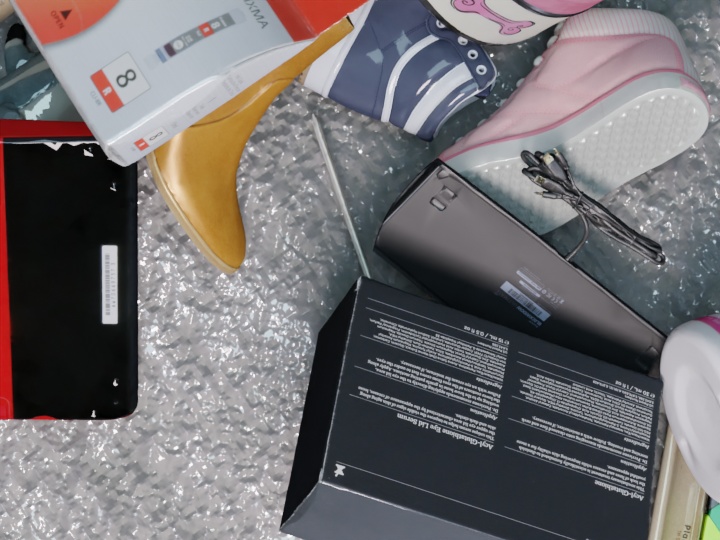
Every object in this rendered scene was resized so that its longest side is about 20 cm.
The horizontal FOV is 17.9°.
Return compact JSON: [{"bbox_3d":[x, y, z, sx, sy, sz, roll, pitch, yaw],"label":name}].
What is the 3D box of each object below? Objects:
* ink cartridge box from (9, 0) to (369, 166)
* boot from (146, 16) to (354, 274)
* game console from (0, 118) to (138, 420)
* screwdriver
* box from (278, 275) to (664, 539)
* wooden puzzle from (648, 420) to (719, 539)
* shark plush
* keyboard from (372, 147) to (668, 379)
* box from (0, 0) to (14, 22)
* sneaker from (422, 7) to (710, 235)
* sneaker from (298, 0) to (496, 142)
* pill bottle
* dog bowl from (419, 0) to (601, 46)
[{"bbox_3d":[-0.095,-0.177,1.274,0.200,0.050,0.162,-35,72,4],"label":"ink cartridge box"},{"bbox_3d":[-0.066,-0.108,1.352,0.144,0.071,0.201,-24,110,6],"label":"boot"},{"bbox_3d":[-0.220,0.002,1.350,0.177,0.031,0.200,0,120,-6],"label":"game console"},{"bbox_3d":[0.000,0.000,1.399,0.029,0.028,0.200,-24,93,-31],"label":"screwdriver"},{"bbox_3d":[0.067,0.108,1.330,0.200,0.079,0.141,20,53,-12],"label":"box"},{"bbox_3d":[0.275,0.180,1.400,0.200,0.037,0.185,10,88,-2],"label":"wooden puzzle"},{"bbox_3d":[-0.196,-0.124,1.381,0.083,0.091,0.200,35,93,30],"label":"shark plush"},{"bbox_3d":[0.116,-0.001,1.369,0.200,0.021,0.127,37,118,-15],"label":"keyboard"},{"bbox_3d":[-0.178,-0.237,1.370,0.200,0.095,0.078,-39,91,-1],"label":"box"},{"bbox_3d":[0.116,-0.091,1.392,0.200,0.105,0.075,-26,132,22],"label":"sneaker"},{"bbox_3d":[0.057,-0.175,1.385,0.108,0.070,0.200,31,94,4],"label":"sneaker"},{"bbox_3d":[0.290,0.060,1.354,0.200,0.113,0.114,-16,89,-15],"label":"pill bottle"},{"bbox_3d":[0.098,-0.234,1.329,0.074,0.200,0.200,-4,84,43],"label":"dog bowl"}]
